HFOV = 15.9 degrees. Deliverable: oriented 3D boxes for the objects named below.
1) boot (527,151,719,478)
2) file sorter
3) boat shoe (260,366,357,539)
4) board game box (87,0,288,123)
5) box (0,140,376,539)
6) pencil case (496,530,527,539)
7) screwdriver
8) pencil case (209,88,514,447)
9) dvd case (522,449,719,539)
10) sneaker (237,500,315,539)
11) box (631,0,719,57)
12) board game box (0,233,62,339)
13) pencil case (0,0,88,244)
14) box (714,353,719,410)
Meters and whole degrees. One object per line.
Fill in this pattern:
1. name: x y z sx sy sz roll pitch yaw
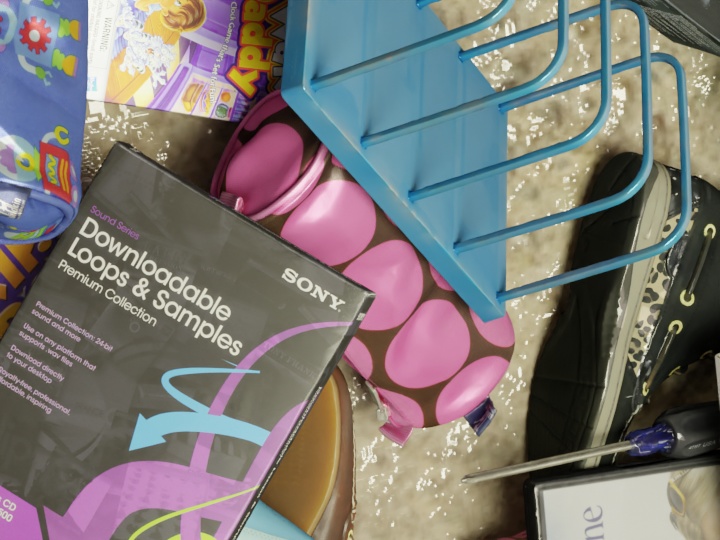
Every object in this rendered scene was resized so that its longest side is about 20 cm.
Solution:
1. boot: 0.183 0.046 1.419 0.153 0.073 0.205 9 100 -27
2. file sorter: 0.066 -0.097 1.245 0.122 0.139 0.200 -16 139 25
3. boat shoe: -0.038 0.143 1.354 0.070 0.070 0.201 10 91 -61
4. board game box: -0.071 -0.178 1.273 0.134 0.045 0.201 7 100 -24
5. box: -0.103 0.060 1.205 0.142 0.036 0.201 30 90 5
6. pencil case: 0.151 0.175 1.430 0.199 0.083 0.087 -8 85 -21
7. screwdriver: 0.128 0.095 1.346 0.199 0.029 0.028 -11 74 -32
8. pencil case: 0.000 0.000 1.296 0.094 0.091 0.200 -44 128 -4
9. dvd case: 0.184 0.170 1.389 0.199 0.018 0.144 -7 95 -21
10. sneaker: -0.084 0.073 1.284 0.199 0.080 0.131 30 87 -5
11. box: 0.156 -0.232 1.333 0.200 0.086 0.164 34 89 -26
12. board game box: -0.157 0.034 1.241 0.095 0.030 0.201 -33 83 2
13. pencil case: -0.169 -0.112 1.188 0.087 0.078 0.201 13 69 -42
14. box: 0.284 0.082 1.370 0.199 0.041 0.157 -24 120 -25
